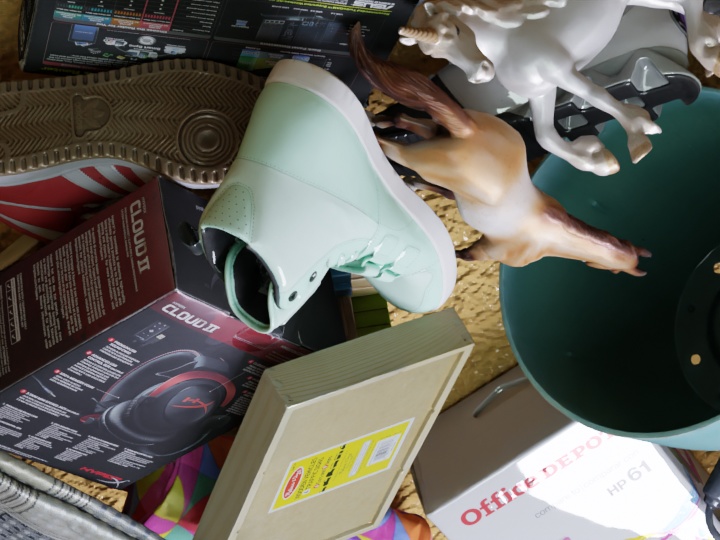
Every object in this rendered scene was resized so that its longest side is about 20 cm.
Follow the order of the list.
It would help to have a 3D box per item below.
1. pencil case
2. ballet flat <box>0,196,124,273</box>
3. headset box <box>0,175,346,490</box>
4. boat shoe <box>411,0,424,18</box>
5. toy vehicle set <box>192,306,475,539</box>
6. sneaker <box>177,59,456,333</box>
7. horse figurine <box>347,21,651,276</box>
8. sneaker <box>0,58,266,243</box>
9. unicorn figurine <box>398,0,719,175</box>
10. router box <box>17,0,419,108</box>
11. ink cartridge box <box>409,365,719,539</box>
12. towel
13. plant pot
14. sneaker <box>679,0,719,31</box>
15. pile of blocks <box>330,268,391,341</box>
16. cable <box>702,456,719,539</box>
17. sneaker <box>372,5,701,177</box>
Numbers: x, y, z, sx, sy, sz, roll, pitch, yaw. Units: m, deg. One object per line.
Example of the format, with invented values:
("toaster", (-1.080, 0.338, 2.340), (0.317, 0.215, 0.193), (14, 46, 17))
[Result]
("pencil case", (-0.054, 0.157, 1.453), (0.199, 0.088, 0.089), (26, 114, -20))
("ballet flat", (-0.146, -0.007, 1.348), (0.199, 0.068, 0.067), (-22, 115, 2))
("headset box", (-0.115, 0.035, 1.282), (0.200, 0.075, 0.148), (-30, 146, 28))
("boat shoe", (0.036, -0.212, 1.248), (0.070, 0.071, 0.200), (-55, 145, -24))
("toy vehicle set", (-0.020, 0.105, 1.326), (0.124, 0.027, 0.200), (-17, 150, -30))
("sneaker", (-0.023, -0.007, 1.211), (0.118, 0.074, 0.201), (-60, 143, -19))
("horse figurine", (0.057, -0.050, 1.241), (0.200, 0.132, 0.050), (50, 60, -45))
("sneaker", (-0.125, -0.062, 1.281), (0.199, 0.072, 0.113), (0, 162, 2))
("unicorn figurine", (0.110, -0.120, 1.199), (0.137, 0.074, 0.200), (46, 61, -6))
("router box", (-0.075, -0.152, 1.228), (0.199, 0.062, 0.150), (6, 157, -12))
("ink cartridge box", (0.144, 0.155, 1.479), (0.144, 0.085, 0.200), (-34, 119, 12))
("towel", (-0.224, 0.149, 1.383), (0.200, 0.035, 0.192), (32, 154, -23))
("plant pot", (0.206, 0.013, 1.341), (0.200, 0.201, 0.161), (-42, 147, 16))
("sneaker", (0.176, -0.200, 1.280), (0.080, 0.083, 0.201), (-23, 108, -17))
("pile of blocks", (0.000, 0.000, 1.364), (0.062, 0.082, 0.201), (-8, 121, -3))
("cable", (0.301, 0.120, 1.481), (0.199, 0.051, 0.164), (17, 87, -36))
("sneaker", (0.087, -0.112, 1.309), (0.199, 0.089, 0.074), (-16, 158, 12))
